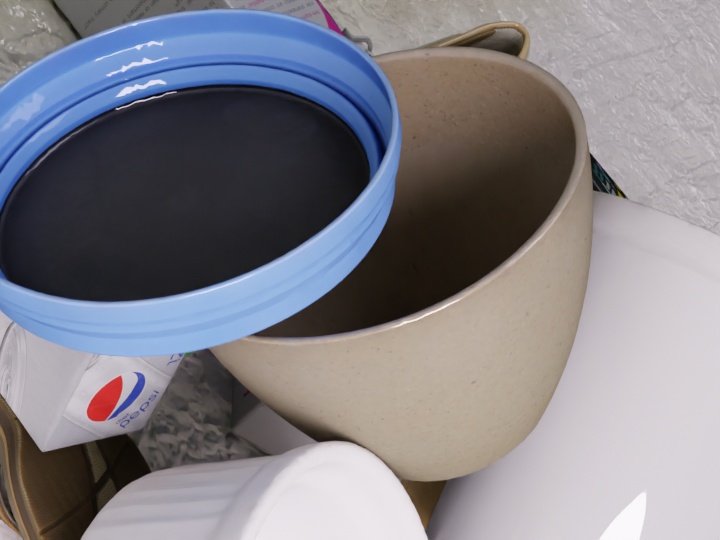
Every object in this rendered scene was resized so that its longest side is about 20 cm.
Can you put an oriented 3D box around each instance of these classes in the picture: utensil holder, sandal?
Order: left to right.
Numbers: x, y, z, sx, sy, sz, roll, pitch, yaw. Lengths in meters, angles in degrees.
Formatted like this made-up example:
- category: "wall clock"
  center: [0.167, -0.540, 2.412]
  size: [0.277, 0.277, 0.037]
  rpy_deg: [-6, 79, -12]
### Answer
- category: "sandal"
  center: [-0.154, 0.087, 0.837]
  size: [0.080, 0.054, 0.200]
  rpy_deg: [3, 41, -46]
- category: "utensil holder"
  center: [0.144, 0.086, 0.921]
  size: [0.169, 0.201, 0.170]
  rpy_deg: [26, -2, 1]

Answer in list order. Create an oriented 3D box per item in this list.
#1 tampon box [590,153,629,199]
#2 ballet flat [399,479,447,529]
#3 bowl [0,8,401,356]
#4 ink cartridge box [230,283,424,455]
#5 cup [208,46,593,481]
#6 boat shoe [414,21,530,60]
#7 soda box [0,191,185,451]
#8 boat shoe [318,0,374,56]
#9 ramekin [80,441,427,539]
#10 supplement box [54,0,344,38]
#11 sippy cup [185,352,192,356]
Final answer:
- category: "tampon box"
  center: [0.159, 0.028, 1.192]
  size: [0.200, 0.126, 0.150]
  rpy_deg: [48, 11, -5]
- category: "ballet flat"
  center: [0.023, 0.108, 1.048]
  size: [0.063, 0.069, 0.201]
  rpy_deg: [13, 39, -8]
- category: "bowl"
  center: [-0.080, -0.041, 0.772]
  size: [0.201, 0.199, 0.040]
  rpy_deg: [-86, 169, -48]
- category: "ink cartridge box"
  center: [0.000, 0.000, 1.030]
  size: [0.084, 0.144, 0.201]
  rpy_deg: [30, 37, -28]
- category: "cup"
  center: [0.022, 0.013, 0.828]
  size: [0.201, 0.199, 0.144]
  rpy_deg: [-84, 159, -49]
- category: "boat shoe"
  center: [0.024, -0.087, 0.962]
  size: [0.073, 0.063, 0.200]
  rpy_deg: [42, 40, 8]
- category: "soda box"
  center: [-0.165, -0.011, 0.845]
  size: [0.063, 0.068, 0.200]
  rpy_deg: [-8, 49, -48]
- category: "boat shoe"
  center: [-0.006, -0.125, 1.218]
  size: [0.202, 0.074, 0.086]
  rpy_deg: [51, 32, -6]
- category: "ramekin"
  center: [-0.048, 0.176, 0.770]
  size: [0.200, 0.097, 0.202]
  rpy_deg: [11, 77, -60]
- category: "supplement box"
  center: [-0.102, -0.161, 1.103]
  size: [0.200, 0.103, 0.101]
  rpy_deg: [52, 30, 2]
- category: "sippy cup"
  center: [-0.099, -0.034, 0.951]
  size: [0.178, 0.139, 0.130]
  rpy_deg: [55, 25, -4]
